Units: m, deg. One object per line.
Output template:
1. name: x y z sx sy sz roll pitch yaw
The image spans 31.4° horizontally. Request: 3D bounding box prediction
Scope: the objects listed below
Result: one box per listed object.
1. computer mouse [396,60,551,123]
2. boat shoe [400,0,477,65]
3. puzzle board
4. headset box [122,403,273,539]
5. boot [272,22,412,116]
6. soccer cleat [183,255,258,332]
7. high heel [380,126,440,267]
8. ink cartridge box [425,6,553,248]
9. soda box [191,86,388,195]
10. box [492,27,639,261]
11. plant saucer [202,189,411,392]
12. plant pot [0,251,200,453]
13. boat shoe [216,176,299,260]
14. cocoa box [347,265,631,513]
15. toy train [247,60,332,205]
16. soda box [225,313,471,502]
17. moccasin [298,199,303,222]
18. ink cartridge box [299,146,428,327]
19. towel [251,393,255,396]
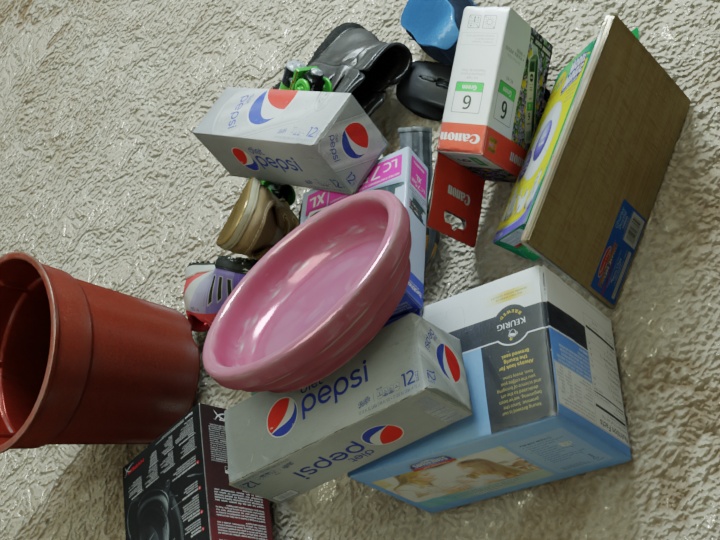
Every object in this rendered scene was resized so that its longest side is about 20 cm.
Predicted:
1. computer mouse: 0.107 -0.177 1.266 0.199 0.034 0.059 14 77 42
2. boat shoe: 0.085 -0.241 1.284 0.084 0.069 0.200 -45 21 24
3. puzzle board: 0.204 -0.086 1.058 0.017 0.151 0.201 14 78 42
4. headset box: -0.154 0.251 1.211 0.149 0.077 0.201 -41 47 37
5. boot: -0.040 -0.171 1.337 0.200 0.070 0.132 -54 29 6
6. soccer cleat: -0.132 0.025 1.311 0.200 0.068 0.074 -7 77 63
7. high heel: 0.003 -0.061 1.283 0.200 0.071 0.144 -4 87 53
8. ink cartridge box: 0.119 -0.126 1.164 0.050 0.109 0.201 7 84 31
9. soda box: -0.069 -0.124 1.194 0.199 0.068 0.064 12 61 50
10. box: 0.182 -0.114 1.121 0.117 0.048 0.201 135 160 -79
11. plant saucer: -0.034 0.023 1.001 0.200 0.051 0.201 -35 22 17
12. plant pot: -0.284 0.096 1.319 0.200 0.195 0.202 -14 70 44
13. boat shoe: -0.090 -0.044 1.226 0.074 0.069 0.200 -60 5 6
14. cocoa box: 0.101 0.105 1.057 0.199 0.133 0.132 -21 56 30
15. toy train: -0.080 -0.126 1.313 0.056 0.042 0.201 46 130 33
16. soda box: -0.013 0.111 1.001 0.199 0.063 0.069 -30 51 28
17. moccasin: -0.002 0.000 1.210 0.078 0.073 0.202 115 142 -49
18. ink cartridge box: -0.002 -0.008 1.103 0.119 0.042 0.201 -22 44 27
19. towel: -0.073 0.084 1.211 0.200 0.022 0.147 118 150 -53
